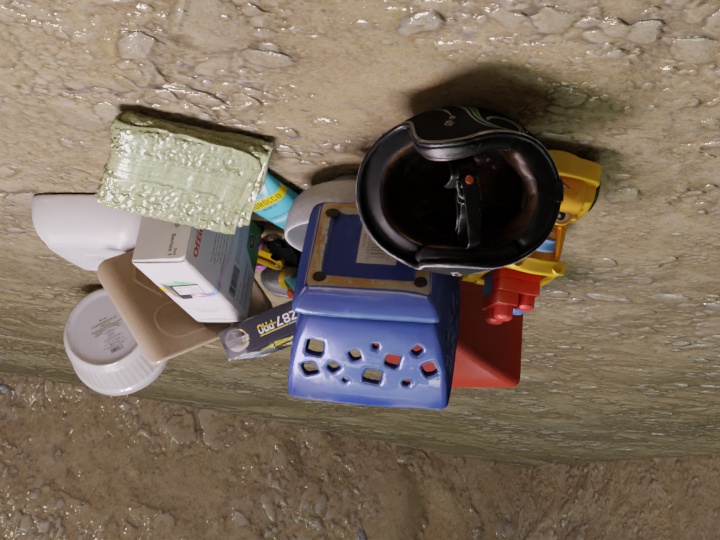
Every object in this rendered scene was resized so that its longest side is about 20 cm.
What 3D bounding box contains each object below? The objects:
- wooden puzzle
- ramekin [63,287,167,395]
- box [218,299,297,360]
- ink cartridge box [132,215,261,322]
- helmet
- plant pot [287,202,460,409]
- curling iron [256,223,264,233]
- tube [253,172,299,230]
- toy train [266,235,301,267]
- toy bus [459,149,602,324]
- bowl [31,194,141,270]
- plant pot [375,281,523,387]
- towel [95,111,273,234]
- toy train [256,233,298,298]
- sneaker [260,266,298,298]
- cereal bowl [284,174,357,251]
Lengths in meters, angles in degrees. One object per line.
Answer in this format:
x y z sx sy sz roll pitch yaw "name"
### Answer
-0.256 0.036 1.739 0.200 0.185 0.046 -23 154 -27 "wooden puzzle"
-0.463 0.125 2.252 0.199 0.201 0.105 3 155 9 "ramekin"
-0.097 0.075 1.682 0.161 0.049 0.200 -21 174 7 "box"
-0.218 -0.034 1.622 0.084 0.145 0.200 -1 155 20 "ink cartridge box"
0.103 -0.087 1.290 0.199 0.201 0.191 14 -177 -26 "helmet"
0.018 0.031 1.429 0.199 0.200 0.180 4 136 6 "plant pot"
-0.226 -0.075 1.735 0.200 0.026 0.050 6 137 -38 "curling iron"
-0.106 -0.088 1.633 0.077 0.051 0.200 -28 147 23 "tube"
-0.052 -0.007 1.674 0.200 0.034 0.046 24 -150 33 "toy train"
0.195 -0.035 1.434 0.135 0.193 0.200 11 162 -14 "toy bus"
-0.385 -0.050 1.814 0.199 0.075 0.200 2 166 15 "bowl"
0.115 0.060 1.773 0.199 0.201 0.176 -4 163 32 "plant pot"
-0.216 -0.118 1.463 0.199 0.037 0.149 9 130 -19 "towel"
-0.134 -0.008 1.837 0.200 0.056 0.150 33 153 -9 "toy train"
-0.069 -0.007 1.885 0.199 0.076 0.079 -6 148 16 "sneaker"
0.001 -0.071 1.573 0.199 0.084 0.200 5 164 2 "cereal bowl"
